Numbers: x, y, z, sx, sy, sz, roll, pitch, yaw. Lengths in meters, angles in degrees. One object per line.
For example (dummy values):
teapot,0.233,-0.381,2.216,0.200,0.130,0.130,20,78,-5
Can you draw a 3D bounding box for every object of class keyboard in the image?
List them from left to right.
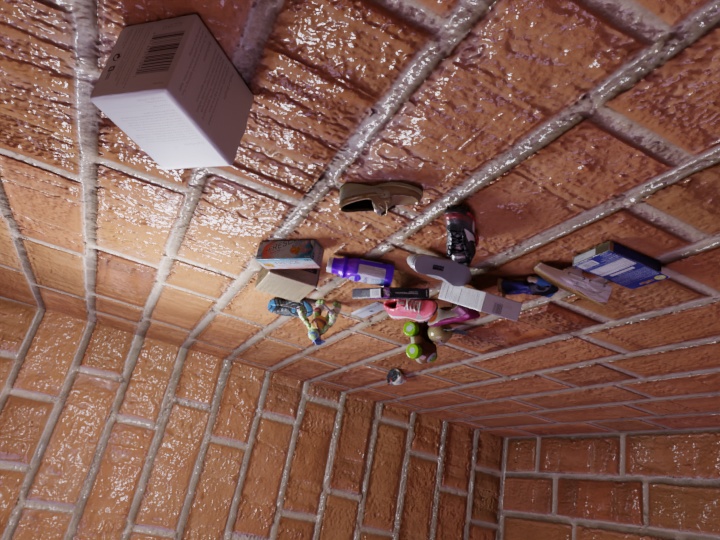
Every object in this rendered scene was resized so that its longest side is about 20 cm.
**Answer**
keyboard,0.035,0.148,2.042,0.056,0.011,0.200,16,157,-25

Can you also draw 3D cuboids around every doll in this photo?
doll,0.490,0.044,1.541,0.199,0.049,0.136,-3,154,31

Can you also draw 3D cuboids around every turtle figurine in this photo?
turtle figurine,-0.144,0.144,1.951,0.143,0.194,0.201,-26,102,23

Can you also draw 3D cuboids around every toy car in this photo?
toy car,0.284,0.246,1.996,0.199,0.159,0.164,-17,158,28

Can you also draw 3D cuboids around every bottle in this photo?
bottle,0.000,0.000,1.643,0.199,0.066,0.084,11,162,1

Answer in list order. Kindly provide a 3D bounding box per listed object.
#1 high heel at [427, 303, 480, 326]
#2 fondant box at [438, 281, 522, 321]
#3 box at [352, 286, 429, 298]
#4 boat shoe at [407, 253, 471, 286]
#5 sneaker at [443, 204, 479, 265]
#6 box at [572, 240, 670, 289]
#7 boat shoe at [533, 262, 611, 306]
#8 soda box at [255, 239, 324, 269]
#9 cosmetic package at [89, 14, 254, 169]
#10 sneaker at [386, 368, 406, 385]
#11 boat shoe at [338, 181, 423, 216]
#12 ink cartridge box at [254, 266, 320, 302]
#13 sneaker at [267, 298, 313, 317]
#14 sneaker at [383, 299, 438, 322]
high heel,0.313,0.167,1.871,0.096,0.068,0.200,30,149,-15
fondant box,0.344,0.087,1.590,0.144,0.059,0.200,16,-179,-29
box,0.095,0.072,1.703,0.199,0.036,0.143,2,175,-37
boat shoe,0.219,-0.006,1.542,0.199,0.071,0.070,12,-171,-25
sneaker,0.240,-0.078,1.316,0.070,0.098,0.201,4,155,22
box,0.648,-0.010,1.363,0.199,0.033,0.121,21,156,-17
boat shoe,0.558,0.021,1.440,0.199,0.070,0.071,27,180,11
soda box,-0.212,-0.047,1.637,0.199,0.064,0.068,-1,154,25
cosmetic package,-0.320,-0.304,0.969,0.164,0.166,0.200,2,154,22
sneaker,0.198,0.546,2.824,0.093,0.071,0.200,-3,157,-13
boat shoe,0.044,-0.158,1.260,0.199,0.067,0.074,2,155,22
ink cartridge box,-0.243,0.028,1.809,0.164,0.075,0.200,18,155,-19
sneaker,-0.257,0.143,2.104,0.199,0.074,0.082,7,169,30
sneaker,0.163,0.128,1.853,0.199,0.074,0.087,-6,150,36
